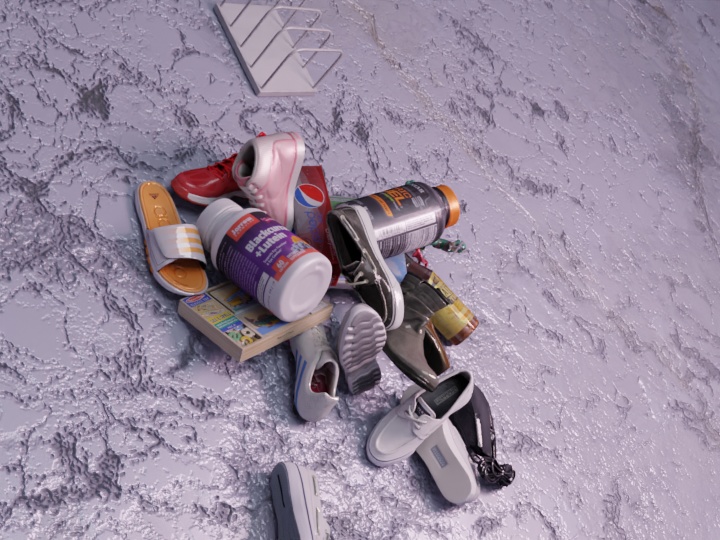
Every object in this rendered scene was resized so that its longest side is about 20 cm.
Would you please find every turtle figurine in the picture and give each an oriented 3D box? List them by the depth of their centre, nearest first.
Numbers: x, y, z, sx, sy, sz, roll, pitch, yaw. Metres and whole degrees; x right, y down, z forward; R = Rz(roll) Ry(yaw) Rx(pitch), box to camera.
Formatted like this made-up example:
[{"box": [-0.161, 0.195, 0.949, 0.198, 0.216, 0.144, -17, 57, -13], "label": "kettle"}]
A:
[{"box": [0.110, -0.085, 1.890, 0.150, 0.100, 0.200, 55, 16, -19], "label": "turtle figurine"}]

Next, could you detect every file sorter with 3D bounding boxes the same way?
[{"box": [-0.143, -0.431, 1.931, 0.138, 0.124, 0.201, -9, 66, -45], "label": "file sorter"}]

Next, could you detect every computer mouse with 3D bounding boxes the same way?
[{"box": [0.192, 0.246, 1.723, 0.138, 0.053, 0.201, 32, 29, -62], "label": "computer mouse"}]

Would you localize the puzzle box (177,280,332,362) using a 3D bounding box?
[{"box": [-0.152, 0.057, 1.582, 0.133, 0.026, 0.200, 34, 35, 25], "label": "puzzle box"}]

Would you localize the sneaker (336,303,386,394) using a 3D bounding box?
[{"box": [-0.013, 0.107, 1.602, 0.074, 0.200, 0.082, -21, 57, -18], "label": "sneaker"}]

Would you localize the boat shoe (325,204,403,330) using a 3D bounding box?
[{"box": [0.000, 0.000, 1.613, 0.064, 0.071, 0.201, -16, 81, -49], "label": "boat shoe"}]

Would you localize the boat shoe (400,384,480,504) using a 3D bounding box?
[{"box": [0.128, 0.270, 1.674, 0.200, 0.072, 0.068, 56, 12, 26], "label": "boat shoe"}]

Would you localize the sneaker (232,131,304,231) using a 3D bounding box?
[{"box": [-0.154, -0.116, 1.645, 0.104, 0.201, 0.075, -8, 32, -39], "label": "sneaker"}]

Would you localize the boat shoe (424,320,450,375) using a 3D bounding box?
[{"box": [0.085, 0.081, 1.772, 0.074, 0.076, 0.200, -25, 77, -51], "label": "boat shoe"}]

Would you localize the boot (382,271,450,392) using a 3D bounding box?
[{"box": [0.087, 0.084, 1.639, 0.068, 0.131, 0.200, 46, 0, -44], "label": "boot"}]

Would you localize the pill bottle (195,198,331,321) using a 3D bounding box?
[{"box": [-0.148, -0.022, 1.576, 0.200, 0.112, 0.111, 35, 35, 27], "label": "pill bottle"}]

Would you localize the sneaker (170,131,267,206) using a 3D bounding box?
[{"box": [-0.199, -0.169, 1.677, 0.078, 0.116, 0.200, 44, 32, 23], "label": "sneaker"}]

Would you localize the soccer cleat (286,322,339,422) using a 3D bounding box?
[{"box": [-0.063, 0.126, 1.599, 0.070, 0.086, 0.201, 15, 50, -32], "label": "soccer cleat"}]

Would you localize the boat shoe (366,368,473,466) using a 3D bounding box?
[{"box": [0.089, 0.213, 1.618, 0.200, 0.065, 0.074, -41, 73, -18], "label": "boat shoe"}]

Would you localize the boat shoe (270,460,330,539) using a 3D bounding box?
[{"box": [-0.070, 0.346, 1.433, 0.067, 0.074, 0.201, 13, 51, -30], "label": "boat shoe"}]

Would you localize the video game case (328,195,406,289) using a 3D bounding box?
[{"box": [-0.027, -0.048, 1.758, 0.199, 0.022, 0.183, 4, 53, -15], "label": "video game case"}]

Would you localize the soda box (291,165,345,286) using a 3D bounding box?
[{"box": [-0.081, -0.072, 1.706, 0.070, 0.064, 0.201, -1, 54, -19], "label": "soda box"}]

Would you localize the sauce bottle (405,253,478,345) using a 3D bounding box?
[{"box": [0.115, 0.037, 1.836, 0.200, 0.066, 0.066, 46, 41, -4], "label": "sauce bottle"}]

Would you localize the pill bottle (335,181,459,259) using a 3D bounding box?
[{"box": [0.062, -0.081, 1.729, 0.199, 0.106, 0.107, -18, 72, -29], "label": "pill bottle"}]

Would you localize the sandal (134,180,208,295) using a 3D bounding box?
[{"box": [-0.277, -0.058, 1.570, 0.079, 0.059, 0.207, -8, 61, -36], "label": "sandal"}]
